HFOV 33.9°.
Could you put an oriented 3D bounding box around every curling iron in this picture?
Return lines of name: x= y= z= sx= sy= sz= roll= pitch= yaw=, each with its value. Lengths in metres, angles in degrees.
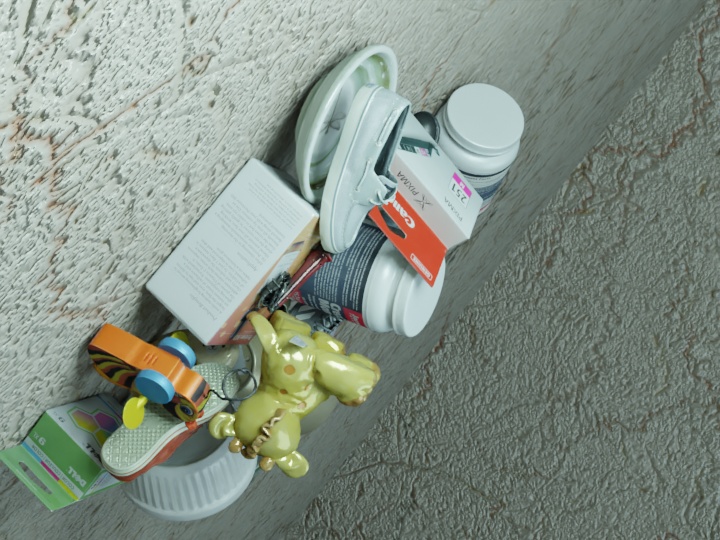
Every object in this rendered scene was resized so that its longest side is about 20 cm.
curling iron: x=-0.048 y=-0.018 z=1.403 sx=0.200 sy=0.026 sz=0.050 roll=-43 pitch=169 yaw=-27

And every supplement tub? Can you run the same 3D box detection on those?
supplement tub: x=0.168 y=-0.185 z=1.862 sx=0.140 sy=0.140 sz=0.200 roll=-40 pitch=166 yaw=-30
supplement tub: x=0.000 y=0.000 z=1.616 sx=0.140 sy=0.199 sz=0.141 roll=-49 pitch=150 yaw=-42

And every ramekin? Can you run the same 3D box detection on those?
ramekin: x=-0.244 y=0.230 z=1.618 sx=0.200 sy=0.200 sz=0.105 roll=-41 pitch=149 yaw=-29

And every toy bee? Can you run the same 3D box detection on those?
toy bee: x=-0.220 y=0.140 z=1.355 sx=0.131 sy=0.200 sz=0.109 roll=-36 pitch=148 yaw=-29

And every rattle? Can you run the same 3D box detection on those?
rattle: x=-0.221 y=0.088 z=1.486 sx=0.199 sy=0.130 sz=0.143 roll=-33 pitch=125 yaw=0

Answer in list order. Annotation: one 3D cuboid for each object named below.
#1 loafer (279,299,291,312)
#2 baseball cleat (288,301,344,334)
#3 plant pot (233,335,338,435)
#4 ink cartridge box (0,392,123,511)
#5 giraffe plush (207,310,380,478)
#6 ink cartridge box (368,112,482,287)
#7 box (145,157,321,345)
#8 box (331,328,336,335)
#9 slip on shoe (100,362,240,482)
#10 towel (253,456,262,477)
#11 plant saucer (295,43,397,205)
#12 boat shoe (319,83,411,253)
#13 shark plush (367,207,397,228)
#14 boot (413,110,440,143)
loafer: x=-0.131 y=0.044 z=1.708 sx=0.200 sy=0.070 sz=0.075 roll=-36 pitch=163 yaw=-44
baseball cleat: x=-0.045 y=0.058 z=1.709 sx=0.070 sy=0.106 sz=0.201 roll=55 pitch=49 yaw=-38
plant pot: x=-0.151 y=0.151 z=1.791 sx=0.188 sy=0.187 sz=0.200 roll=-49 pitch=154 yaw=8
ink cartridge box: x=-0.342 y=0.219 z=1.449 sx=0.059 sy=0.104 sz=0.200 roll=-51 pitch=167 yaw=14
giraffe plush: x=-0.087 y=0.155 z=1.414 sx=0.163 sy=0.172 sz=0.200 roll=-62 pitch=160 yaw=5
ink cartridge box: x=0.068 y=-0.106 z=1.526 sx=0.043 sy=0.200 sz=0.174 roll=-28 pitch=-157 yaw=34
box: x=-0.134 y=-0.018 z=1.422 sx=0.200 sy=0.106 sz=0.152 roll=-50 pitch=168 yaw=7
box: x=-0.042 y=0.026 z=1.822 sx=0.039 sy=0.041 sz=0.201 roll=64 pitch=34 yaw=-43
slip on shoe: x=-0.228 y=0.181 z=1.423 sx=0.200 sy=0.074 sz=0.061 roll=-40 pitch=160 yaw=-28
towel: x=-0.237 y=0.261 z=1.733 sx=0.192 sy=0.199 sz=0.035 roll=-28 pitch=137 yaw=-57
plant saucer: x=-0.027 y=-0.176 z=1.371 sx=0.200 sy=0.050 sz=0.201 roll=-53 pitch=161 yaw=-27
boat shoe: x=0.008 y=-0.108 z=1.346 sx=0.070 sy=0.071 sz=0.202 roll=-19 pitch=127 yaw=-65
shark plush: x=-0.011 y=-0.049 z=1.804 sx=0.200 sy=0.083 sz=0.091 roll=-43 pitch=167 yaw=-22
boot: x=0.029 y=-0.167 z=1.643 sx=0.165 sy=0.066 sz=0.200 roll=-51 pitch=163 yaw=8
